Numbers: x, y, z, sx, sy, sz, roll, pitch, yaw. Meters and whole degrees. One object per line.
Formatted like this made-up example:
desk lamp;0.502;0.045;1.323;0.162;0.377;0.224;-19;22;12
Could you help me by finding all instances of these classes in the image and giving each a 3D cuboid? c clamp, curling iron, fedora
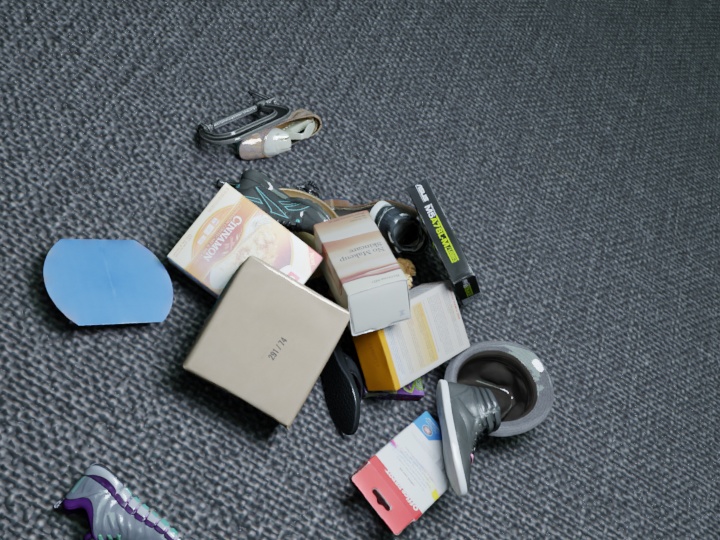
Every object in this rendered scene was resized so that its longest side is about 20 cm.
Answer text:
c clamp;-0.218;-0.275;1.736;0.171;0.027;0.200;21;42;40
curling iron;-0.164;-0.147;1.714;0.200;0.026;0.050;4;94;-24
fedora;0.228;0.218;1.653;0.200;0.090;0.177;-15;65;-28

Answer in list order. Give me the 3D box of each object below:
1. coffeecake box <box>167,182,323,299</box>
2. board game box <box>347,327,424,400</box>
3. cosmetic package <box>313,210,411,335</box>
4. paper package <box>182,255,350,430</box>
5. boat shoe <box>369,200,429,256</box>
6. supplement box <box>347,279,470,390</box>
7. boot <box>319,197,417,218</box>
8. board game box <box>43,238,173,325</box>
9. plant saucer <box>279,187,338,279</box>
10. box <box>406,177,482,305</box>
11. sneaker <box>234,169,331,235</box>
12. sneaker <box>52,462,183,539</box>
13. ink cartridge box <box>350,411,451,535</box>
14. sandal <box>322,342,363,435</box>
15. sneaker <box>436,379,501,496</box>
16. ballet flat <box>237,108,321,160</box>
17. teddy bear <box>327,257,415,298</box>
coffeecake box;-0.186;-0.017;1.538;0.200;0.073;0.154;37;79;-3
board game box;0.038;0.128;1.645;0.120;0.032;0.200;5;57;-25
cosmetic package;0.000;0.000;1.522;0.103;0.087;0.200;-16;40;-11
paper package;-0.144;0.106;1.443;0.190;0.103;0.200;31;83;-9
boat shoe;0.081;-0.062;1.722;0.060;0.076;0.200;34;5;32
supplement box;0.083;0.108;1.593;0.200;0.073;0.126;-24;100;-42
boot;0.015;-0.075;1.751;0.200;0.075;0.097;2;65;-18
board game box;-0.391;0.026;1.456;0.200;0.039;0.158;-1;54;-37
plant saucer;-0.125;-0.056;1.654;0.200;0.035;0.200;9;53;-12
box;0.152;-0.046;1.684;0.047;0.200;0.193;-24;73;5
sneaker;-0.134;-0.094;1.622;0.200;0.075;0.079;29;64;12
sneaker;-0.313;0.353;1.262;0.200;0.074;0.088;39;61;11
ink cartridge box;0.068;0.328;1.497;0.200;0.067;0.116;-32;79;-42
sandal;-0.027;0.170;1.546;0.048;0.075;0.201;1;58;-33
sneaker;0.181;0.262;1.503;0.099;0.071;0.200;1;51;-7
ballet flat;-0.144;-0.254;1.768;0.067;0.068;0.200;22;40;30
teddy bear;0.023;0.002;1.670;0.200;0.067;0.145;-13;46;-46
